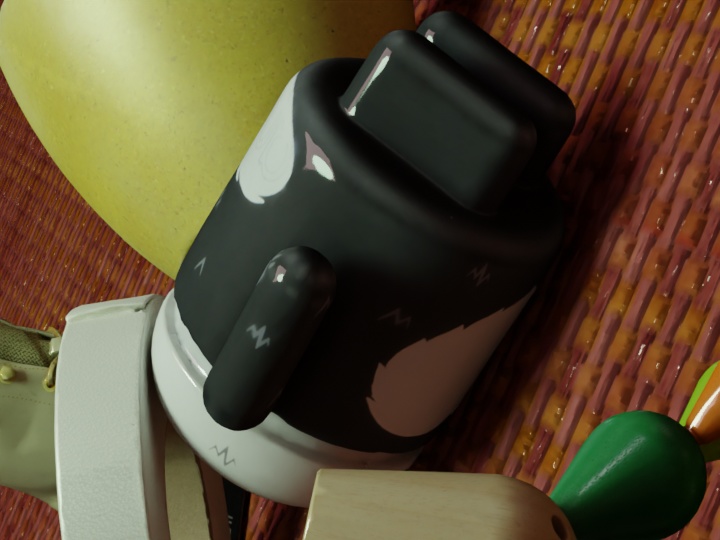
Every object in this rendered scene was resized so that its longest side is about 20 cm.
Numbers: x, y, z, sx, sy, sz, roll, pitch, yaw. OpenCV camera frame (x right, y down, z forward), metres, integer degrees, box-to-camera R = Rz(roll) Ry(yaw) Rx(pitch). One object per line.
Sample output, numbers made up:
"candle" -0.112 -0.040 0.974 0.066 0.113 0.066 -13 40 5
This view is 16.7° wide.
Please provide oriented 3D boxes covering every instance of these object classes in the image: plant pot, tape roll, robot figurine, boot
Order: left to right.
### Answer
"boot" -0.132 0.043 1.225 0.200 0.155 0.073 -57 20 30
"tape roll" -0.086 0.110 1.017 0.203 0.037 0.203 -9 -90 -85
"plant pot" -0.055 -0.070 1.133 0.200 0.200 0.142 -50 50 44
"robot figurine" 0.002 0.001 0.947 0.200 0.150 0.125 -57 39 26

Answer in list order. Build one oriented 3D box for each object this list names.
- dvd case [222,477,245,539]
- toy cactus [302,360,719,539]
"dvd case" -0.115 0.205 1.195 0.200 0.025 0.150 -52 23 41
"toy cactus" 0.066 0.084 0.606 0.102 0.165 0.200 102 -179 -47
